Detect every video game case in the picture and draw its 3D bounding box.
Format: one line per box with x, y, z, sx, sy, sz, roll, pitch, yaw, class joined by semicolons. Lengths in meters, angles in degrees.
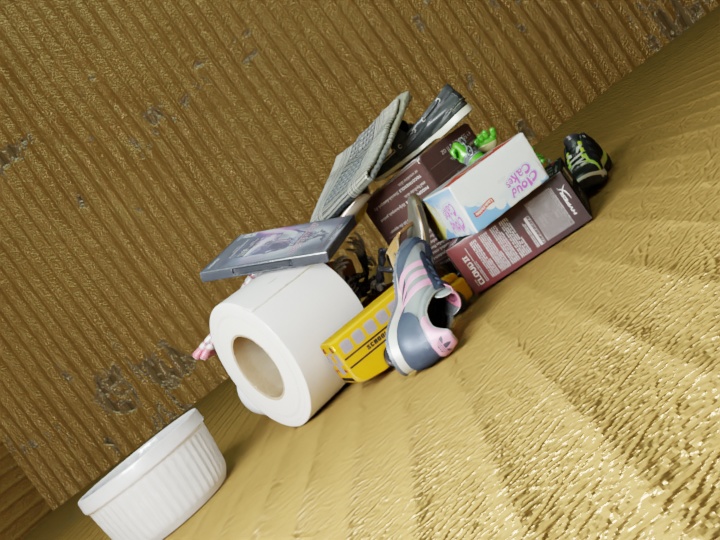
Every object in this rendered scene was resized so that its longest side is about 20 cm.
-0.116;-0.033;1.018;0.196;0.019;0.143;-10;22;20;video game case

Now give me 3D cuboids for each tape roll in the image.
-0.099;0.097;1.000;0.139;0.204;0.202;-38;3;-35;tape roll

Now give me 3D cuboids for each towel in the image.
-0.188;0.050;1.117;0.201;0.030;0.146;-55;0;1;towel
-0.005;-0.170;1.097;0.192;0.034;0.202;-38;23;52;towel

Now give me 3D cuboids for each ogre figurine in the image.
0.244;-0.147;1.093;0.098;0.121;0.199;-45;-45;18;ogre figurine

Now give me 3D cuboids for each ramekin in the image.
-0.281;0.299;0.990;0.199;0.106;0.200;-38;2;2;ramekin

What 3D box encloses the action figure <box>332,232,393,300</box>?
0.000;0.000;1.102;0.197;0.103;0.120;-23;25;19;action figure

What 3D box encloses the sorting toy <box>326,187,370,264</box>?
-0.041;-0.075;1.165;0.186;0.036;0.201;-51;13;16;sorting toy

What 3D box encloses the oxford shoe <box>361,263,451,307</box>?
0.055;0.057;1.114;0.199;0.072;0.071;-35;7;21;oxford shoe

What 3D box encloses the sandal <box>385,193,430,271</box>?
0.060;-0.006;0.991;0.053;0.203;0.082;2;26;-13;sandal

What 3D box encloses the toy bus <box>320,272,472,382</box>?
0.049;0.066;0.911;0.199;0.079;0.065;-38;3;-19;toy bus

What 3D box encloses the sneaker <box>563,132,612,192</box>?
0.335;-0.167;1.091;0.071;0.083;0.200;-35;3;29;sneaker

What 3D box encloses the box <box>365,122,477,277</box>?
0.143;-0.098;1.168;0.166;0.201;0.164;-39;4;-42;box

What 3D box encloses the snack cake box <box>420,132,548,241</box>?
0.152;-0.103;0.924;0.114;0.068;0.200;-35;3;-6;snack cake box

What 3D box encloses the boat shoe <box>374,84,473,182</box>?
0.083;-0.217;1.112;0.198;0.066;0.074;-36;4;34;boat shoe

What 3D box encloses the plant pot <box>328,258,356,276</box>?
-0.078;0.086;1.258;0.197;0.142;0.200;-24;-8;-3;plant pot

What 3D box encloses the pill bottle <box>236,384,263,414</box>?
-0.165;0.195;1.244;0.104;0.105;0.200;-37;3;-5;pill bottle

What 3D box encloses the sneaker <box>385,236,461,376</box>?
0.082;0.029;0.814;0.081;0.070;0.202;-25;38;29;sneaker

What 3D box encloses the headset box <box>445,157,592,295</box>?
0.209;-0.058;0.960;0.199;0.078;0.149;-37;2;22;headset box
